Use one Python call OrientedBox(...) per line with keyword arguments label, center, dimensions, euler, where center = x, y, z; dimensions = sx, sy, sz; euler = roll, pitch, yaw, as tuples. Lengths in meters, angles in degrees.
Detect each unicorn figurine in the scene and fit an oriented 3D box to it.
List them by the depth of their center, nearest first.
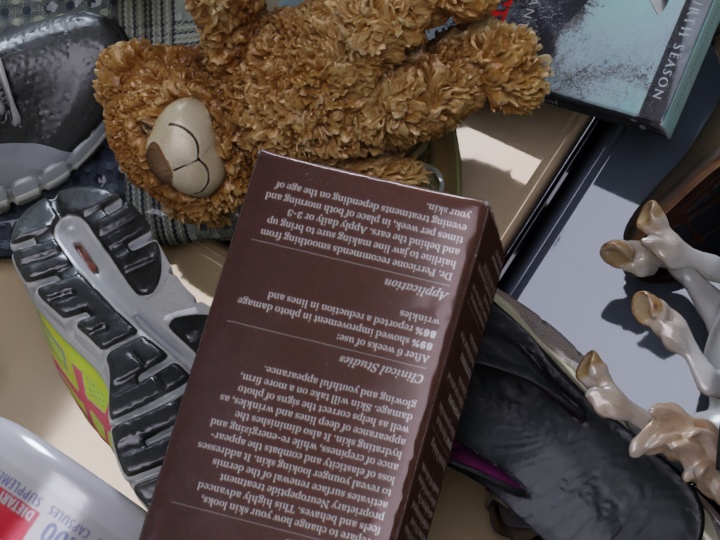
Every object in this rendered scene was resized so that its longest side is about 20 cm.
OrientedBox(label="unicorn figurine", center=(0.168, 0.027, 1.182), dimensions=(0.137, 0.074, 0.200), euler=(31, 58, -13))

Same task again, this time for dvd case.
OrientedBox(label="dvd case", center=(0.075, -0.151, 1.264), dimensions=(0.199, 0.022, 0.146), euler=(19, 77, 24))

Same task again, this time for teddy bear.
OrientedBox(label="teddy bear", center=(-0.018, -0.076, 1.167), dimensions=(0.199, 0.145, 0.067), euler=(-6, 46, 7))

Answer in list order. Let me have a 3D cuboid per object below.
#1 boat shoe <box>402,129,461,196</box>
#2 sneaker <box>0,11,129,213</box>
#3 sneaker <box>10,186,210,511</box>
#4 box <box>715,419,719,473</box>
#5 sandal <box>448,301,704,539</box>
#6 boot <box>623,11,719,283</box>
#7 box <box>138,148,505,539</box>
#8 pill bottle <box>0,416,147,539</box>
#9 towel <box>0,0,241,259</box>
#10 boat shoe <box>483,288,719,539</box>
OrientedBox(label="boat shoe", center=(-0.003, 0.000, 1.231), dimensions=(0.073, 0.063, 0.201), euler=(16, 77, 9))
OrientedBox(label="sneaker", center=(-0.195, -0.061, 1.213), dimensions=(0.200, 0.116, 0.075), euler=(-30, 75, 1))
OrientedBox(label="sneaker", center=(-0.081, 0.057, 1.201), dimensions=(0.078, 0.090, 0.200), euler=(-24, 57, -13))
OrientedBox(label="box", center=(0.240, 0.012, 1.157), dimensions=(0.199, 0.047, 0.194), euler=(18, 75, -34))
OrientedBox(label="sandal", center=(0.055, 0.058, 1.151), dimensions=(0.200, 0.048, 0.075), euler=(34, 96, 14))
OrientedBox(label="boot", center=(0.180, -0.084, 1.249), dimensions=(0.200, 0.075, 0.097), euler=(-40, 50, 3))
OrientedBox(label="box", center=(-0.016, 0.064, 1.095), dimensions=(0.100, 0.075, 0.201), euler=(14, 74, 13))
OrientedBox(label="pill bottle", center=(-0.169, 0.172, 1.175), dimensions=(0.112, 0.112, 0.200), euler=(32, 80, 12))
OrientedBox(label="towel", center=(-0.142, -0.103, 1.294), dimensions=(0.192, 0.035, 0.201), euler=(-5, 77, 7))
OrientedBox(label="boat shoe", center=(0.087, 0.087, 1.194), dimensions=(0.073, 0.075, 0.200), euler=(-40, 74, -6))
